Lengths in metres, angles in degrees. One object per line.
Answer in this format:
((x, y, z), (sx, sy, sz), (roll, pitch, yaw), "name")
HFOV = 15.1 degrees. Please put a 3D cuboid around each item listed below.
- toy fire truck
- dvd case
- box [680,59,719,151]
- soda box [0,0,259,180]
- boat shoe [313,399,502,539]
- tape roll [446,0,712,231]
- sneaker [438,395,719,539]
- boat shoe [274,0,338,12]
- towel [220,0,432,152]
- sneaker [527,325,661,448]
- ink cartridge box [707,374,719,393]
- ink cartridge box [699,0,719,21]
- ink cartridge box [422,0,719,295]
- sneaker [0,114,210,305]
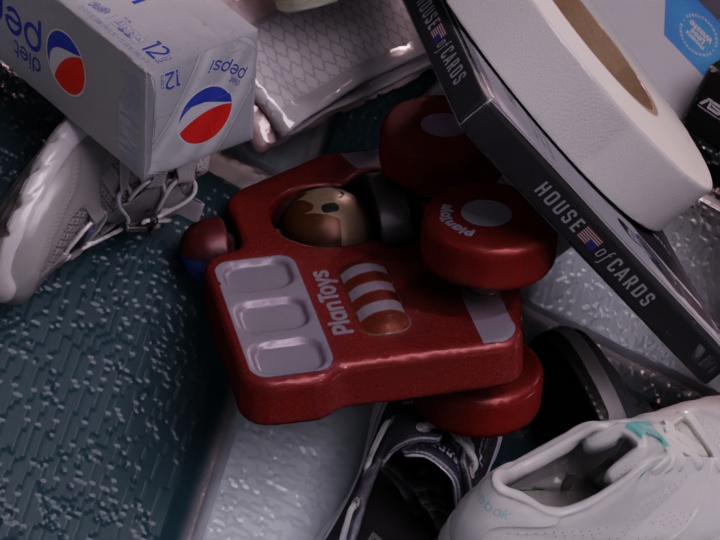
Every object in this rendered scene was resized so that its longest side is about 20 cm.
((0.000, 0.000, 1.342), (0.167, 0.113, 0.200), (-6, 35, -14), "toy fire truck")
((0.099, -0.048, 1.320), (0.200, 0.025, 0.151), (44, 14, -30), "dvd case")
((0.300, -0.065, 1.510), (0.199, 0.048, 0.193), (36, 32, 17), "box")
((-0.134, -0.125, 1.304), (0.068, 0.064, 0.200), (-24, 46, -33), "soda box")
((0.030, 0.102, 1.356), (0.072, 0.068, 0.200), (40, 56, -8), "boat shoe")
((0.101, -0.108, 1.349), (0.203, 0.037, 0.203), (47, 14, -15), "tape roll")
((0.134, 0.097, 1.310), (0.199, 0.089, 0.075), (-20, 58, -29), "sneaker")
((-0.002, -0.177, 1.405), (0.200, 0.072, 0.063), (-27, 116, -57), "boat shoe")
((-0.046, -0.169, 1.418), (0.192, 0.032, 0.200), (56, 36, 2), "towel")
((0.175, 0.102, 1.425), (0.120, 0.084, 0.201), (-28, 92, -30), "sneaker")
((0.283, 0.013, 1.374), (0.162, 0.050, 0.201), (31, 60, -1), "ink cartridge box")
((0.187, -0.251, 1.546), (0.199, 0.146, 0.147), (30, 58, -15), "ink cartridge box")
((0.109, -0.091, 1.483), (0.116, 0.067, 0.200), (44, 55, -7), "ink cartridge box")
((-0.113, -0.048, 1.336), (0.082, 0.075, 0.200), (41, 55, -4), "sneaker")
